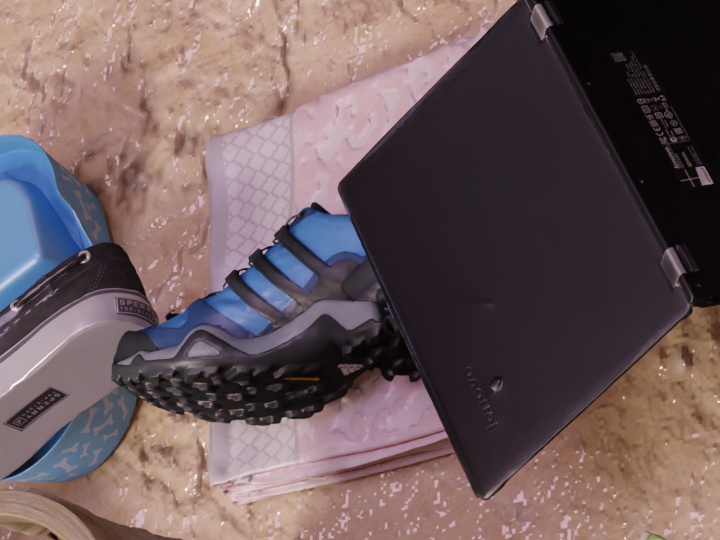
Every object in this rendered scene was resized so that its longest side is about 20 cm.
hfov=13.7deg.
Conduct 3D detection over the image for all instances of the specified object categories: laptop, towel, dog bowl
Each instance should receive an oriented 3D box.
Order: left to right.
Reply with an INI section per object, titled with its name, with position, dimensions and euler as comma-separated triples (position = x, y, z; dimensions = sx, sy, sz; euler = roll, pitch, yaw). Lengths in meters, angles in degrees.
[dog bowl]
position = -0.173, 0.024, 1.582
dimensions = 0.111, 0.049, 0.201
euler = -36, 53, 27
[towel]
position = 0.000, 0.000, 1.447
dimensions = 0.190, 0.032, 0.201
euler = -18, 63, 36
[laptop]
position = 0.119, -0.024, 1.303
dimensions = 0.116, 0.199, 0.188
euler = 103, 151, -48

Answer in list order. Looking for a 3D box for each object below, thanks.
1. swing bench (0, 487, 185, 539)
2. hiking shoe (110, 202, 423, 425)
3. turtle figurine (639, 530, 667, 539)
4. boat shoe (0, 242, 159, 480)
[swing bench]
position = -0.081, 0.213, 1.318
dimensions = 0.129, 0.199, 0.201
euler = -1, 73, 42
[hiking shoe]
position = -0.027, 0.016, 1.404
dimensions = 0.199, 0.074, 0.087
euler = -13, 59, 28
[turtle figurine]
position = 0.105, 0.210, 1.179
dimensions = 0.144, 0.200, 0.194
euler = 31, 86, 29
[boat shoe]
position = -0.182, 0.057, 1.501
dimensions = 0.200, 0.069, 0.057
euler = -32, 51, 21
